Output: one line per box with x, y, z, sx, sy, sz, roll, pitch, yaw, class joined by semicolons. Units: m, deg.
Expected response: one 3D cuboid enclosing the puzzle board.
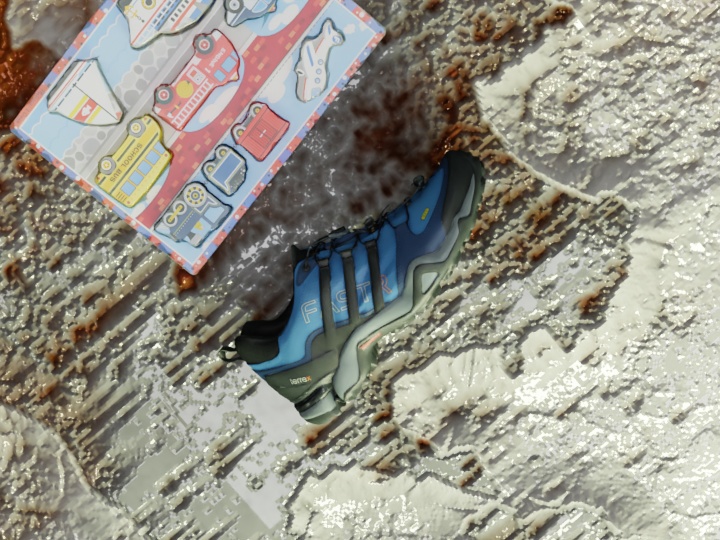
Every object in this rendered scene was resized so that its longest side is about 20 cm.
-0.102;-0.120;0.796;0.151;0.017;0.200;38;95;-8;puzzle board

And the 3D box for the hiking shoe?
0.000;0.000;0.790;0.087;0.074;0.200;35;96;-8;hiking shoe
